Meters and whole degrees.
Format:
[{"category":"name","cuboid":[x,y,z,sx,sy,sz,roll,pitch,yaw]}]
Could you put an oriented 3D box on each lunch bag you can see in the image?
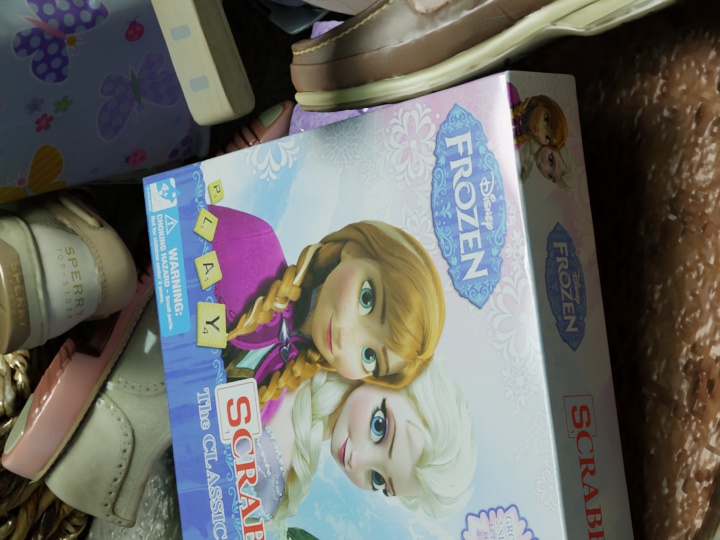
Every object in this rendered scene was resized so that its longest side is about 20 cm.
[{"category":"lunch bag","cuboid":[-0.175,-0.119,1.183,0.200,0.169,0.128,48,142,37]}]

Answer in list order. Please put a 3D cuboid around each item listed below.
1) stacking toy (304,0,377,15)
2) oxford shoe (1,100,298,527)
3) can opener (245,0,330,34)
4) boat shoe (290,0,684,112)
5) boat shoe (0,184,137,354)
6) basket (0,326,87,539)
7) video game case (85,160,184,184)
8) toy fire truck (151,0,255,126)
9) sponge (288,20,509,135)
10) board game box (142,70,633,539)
[{"category":"stacking toy","cuboid":[0.015,-0.209,1.123,0.085,0.085,0.202,-9,69,53]},{"category":"oxford shoe","cuboid":[-0.072,0.019,1.194,0.201,0.074,0.071,-54,11,8]},{"category":"can opener","cuboid":[-0.076,-0.173,1.207,0.200,0.067,0.053,40,92,32]},{"category":"boat shoe","cuboid":[0.053,-0.110,1.009,0.199,0.072,0.068,-19,94,36]},{"category":"boat shoe","cuboid":[-0.143,-0.007,1.202,0.200,0.064,0.072,-141,42,-68]},{"category":"basket","cuboid":[-0.193,0.066,1.339,0.142,0.149,0.200,-36,43,-1]},{"category":"video game case","cuboid":[-0.135,-0.137,1.297,0.181,0.022,0.202,0,73,40]},{"category":"toy fire truck","cuboid":[-0.070,-0.160,1.044,0.176,0.128,0.201,130,162,-75]},{"category":"sponge","cuboid":[0.000,0.000,1.119,0.111,0.030,0.202,9,88,54]},{"category":"board game box","cuboid":[0.007,0.044,1.031,0.199,0.041,0.202,-14,80,43]}]
